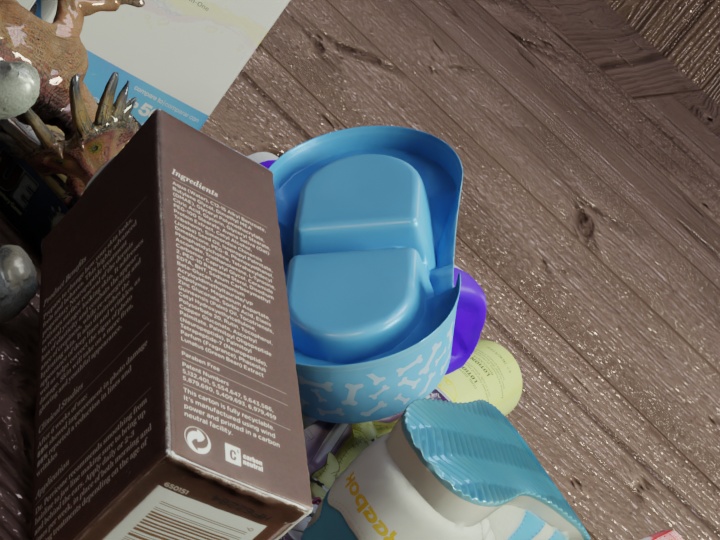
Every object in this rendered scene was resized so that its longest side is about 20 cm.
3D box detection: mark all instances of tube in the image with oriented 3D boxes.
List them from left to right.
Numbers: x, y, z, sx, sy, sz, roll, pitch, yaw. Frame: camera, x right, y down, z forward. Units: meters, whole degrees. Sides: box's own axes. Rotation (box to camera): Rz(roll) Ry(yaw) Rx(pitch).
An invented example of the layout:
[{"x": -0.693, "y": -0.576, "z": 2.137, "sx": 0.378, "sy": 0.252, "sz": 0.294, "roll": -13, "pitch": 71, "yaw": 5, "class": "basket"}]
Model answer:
[{"x": 0.032, "y": 0.083, "z": 0.914, "sx": 0.058, "sy": 0.053, "sz": 0.199, "roll": 2, "pitch": 9, "yaw": 30, "class": "tube"}]

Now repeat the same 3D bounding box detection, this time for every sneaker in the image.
[{"x": 0.041, "y": 0.110, "z": 0.732, "sx": 0.077, "sy": 0.081, "sz": 0.200, "roll": 53, "pitch": 14, "yaw": 27, "class": "sneaker"}]

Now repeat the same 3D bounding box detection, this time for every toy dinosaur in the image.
[{"x": -0.178, "y": -0.104, "z": 0.786, "sx": 0.199, "sy": 0.086, "sz": 0.136, "roll": 26, "pitch": 31, "yaw": -21, "class": "toy dinosaur"}]

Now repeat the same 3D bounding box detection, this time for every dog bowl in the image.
[{"x": 0.000, "y": 0.000, "z": 0.835, "sx": 0.110, "sy": 0.050, "sz": 0.201, "roll": -4, "pitch": 39, "yaw": 7, "class": "dog bowl"}]

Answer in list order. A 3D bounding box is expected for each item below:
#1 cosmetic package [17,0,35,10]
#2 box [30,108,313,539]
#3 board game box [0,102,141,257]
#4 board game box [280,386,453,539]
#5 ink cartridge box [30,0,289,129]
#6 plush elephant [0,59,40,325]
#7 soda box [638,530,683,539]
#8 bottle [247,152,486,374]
[{"x": -0.278, "y": -0.208, "z": 0.914, "sx": 0.199, "sy": 0.085, "sz": 0.108, "roll": 31, "pitch": 22, "yaw": -22, "class": "cosmetic package"}, {"x": -0.084, "y": 0.039, "z": 0.683, "sx": 0.075, "sy": 0.100, "sz": 0.201, "roll": 26, "pitch": 36, "yaw": -32, "class": "box"}, {"x": -0.114, "y": -0.013, "z": 0.869, "sx": 0.200, "sy": 0.035, "sz": 0.135, "roll": 47, "pitch": 21, "yaw": 16, "class": "board game box"}, {"x": 0.014, "y": 0.121, "z": 0.782, "sx": 0.120, "sy": 0.032, "sz": 0.200, "roll": 48, "pitch": 32, "yaw": 10, "class": "board game box"}, {"x": -0.117, "y": -0.199, "z": 1.008, "sx": 0.125, "sy": 0.200, "sz": 0.129, "roll": 28, "pitch": 24, "yaw": -27, "class": "ink cartridge box"}, {"x": -0.201, "y": -0.070, "z": 0.664, "sx": 0.200, "sy": 0.155, "sz": 0.165, "roll": 43, "pitch": 21, "yaw": 7, "class": "plush elephant"}, {"x": 0.202, "y": 0.236, "z": 0.857, "sx": 0.200, "sy": 0.070, "sz": 0.063, "roll": 49, "pitch": 23, "yaw": 21, "class": "soda box"}, {"x": -0.012, "y": -0.009, "z": 0.951, "sx": 0.083, "sy": 0.066, "sz": 0.200, "roll": 0, "pitch": 27, "yaw": -39, "class": "bottle"}]
